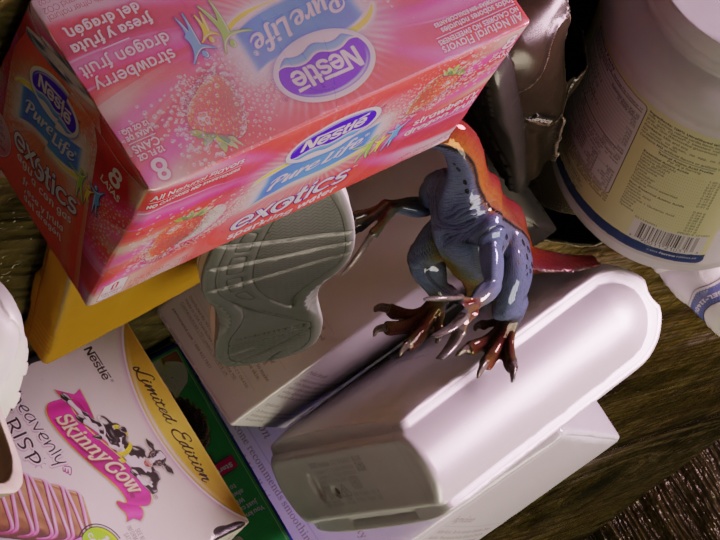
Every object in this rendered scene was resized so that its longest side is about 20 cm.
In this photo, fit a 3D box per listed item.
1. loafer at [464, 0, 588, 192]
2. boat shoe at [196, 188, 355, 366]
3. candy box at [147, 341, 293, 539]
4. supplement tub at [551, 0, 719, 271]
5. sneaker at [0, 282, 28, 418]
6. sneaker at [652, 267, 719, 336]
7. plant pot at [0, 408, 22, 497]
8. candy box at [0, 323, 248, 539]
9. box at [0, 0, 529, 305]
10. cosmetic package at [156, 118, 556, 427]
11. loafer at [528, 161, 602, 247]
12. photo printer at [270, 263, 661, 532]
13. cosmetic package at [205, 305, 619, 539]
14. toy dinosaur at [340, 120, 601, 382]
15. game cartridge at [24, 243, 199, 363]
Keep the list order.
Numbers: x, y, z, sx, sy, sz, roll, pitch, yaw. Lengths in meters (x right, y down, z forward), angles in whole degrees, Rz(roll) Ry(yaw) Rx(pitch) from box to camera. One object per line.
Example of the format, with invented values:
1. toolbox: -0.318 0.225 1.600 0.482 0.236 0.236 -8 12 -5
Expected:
1. loafer: 0.089 -0.098 1.485 0.071 0.073 0.200 -31 167 -3
2. boat shoe: -0.047 -0.017 1.378 0.074 0.065 0.202 -12 158 -8
3. candy box: -0.092 0.164 1.713 0.077 0.201 0.169 -30 166 -14
4. supplement tub: 0.187 -0.106 1.517 0.144 0.145 0.200 -28 159 -24
5. sneaker: -0.237 0.072 1.332 0.200 0.077 0.080 -40 156 21
6. sneaker: 0.237 -0.012 1.672 0.199 0.088 0.075 -21 162 -47
7. plant pot: -0.246 0.007 0.840 0.176 0.201 0.200 -24 170 17
8. candy box: -0.176 0.125 1.513 0.199 0.137 0.061 -24 166 -38
9. box: -0.044 -0.081 1.181 0.199 0.095 0.103 -26 164 -32
10. cosmetic package: 0.000 0.000 1.604 0.200 0.085 0.108 -37 167 9
11. loafer: 0.122 -0.047 1.707 0.200 0.076 0.068 58 46 -74
12. photo printer: 0.065 0.065 1.605 0.200 0.070 0.166 -35 -171 -29
13. cosmetic package: 0.027 0.093 1.821 0.199 0.168 0.166 -36 166 12
14. toy dinosaur: 0.046 -0.030 1.461 0.200 0.105 0.182 -47 154 -41
15. game cartridge: -0.079 -0.036 1.414 0.176 0.033 0.200 -29 168 -21
